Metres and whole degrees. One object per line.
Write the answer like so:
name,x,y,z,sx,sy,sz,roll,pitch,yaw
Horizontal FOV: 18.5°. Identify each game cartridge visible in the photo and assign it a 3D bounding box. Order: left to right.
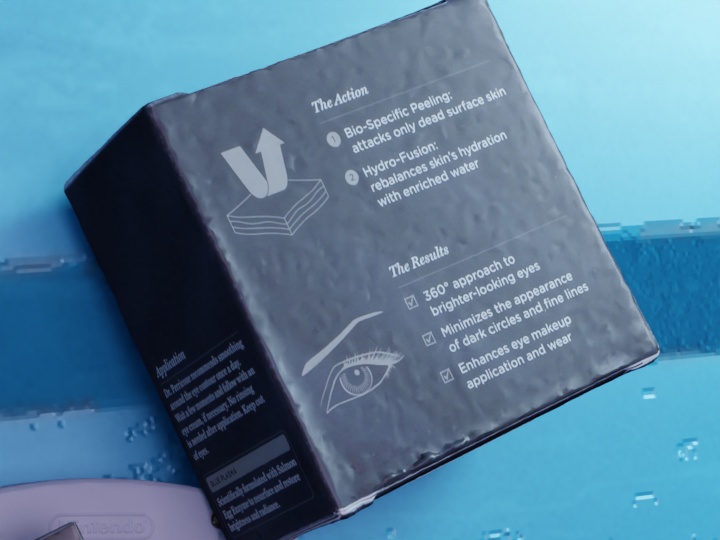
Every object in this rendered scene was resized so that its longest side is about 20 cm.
game cartridge,-0.123,0.162,1.011,0.199,0.040,0.134,3,83,-26

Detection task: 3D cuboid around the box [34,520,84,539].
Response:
box,-0.186,0.199,0.931,0.199,0.035,0.110,-26,85,-10

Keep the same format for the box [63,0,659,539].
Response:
box,0.000,0.000,1.035,0.196,0.117,0.201,-22,84,-32
